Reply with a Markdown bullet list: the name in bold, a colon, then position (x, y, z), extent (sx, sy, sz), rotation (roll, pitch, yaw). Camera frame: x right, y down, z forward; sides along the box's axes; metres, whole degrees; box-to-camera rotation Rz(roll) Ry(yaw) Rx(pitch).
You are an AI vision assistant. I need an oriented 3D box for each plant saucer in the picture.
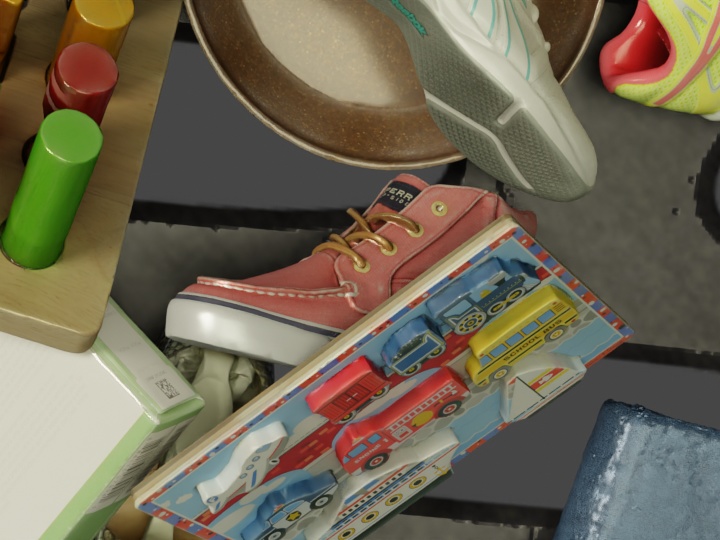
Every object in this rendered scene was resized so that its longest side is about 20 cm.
- **plant saucer**: position (0.014, -0.148, 1.045), extent (0.198, 0.037, 0.202), rotation (-1, 97, -8)

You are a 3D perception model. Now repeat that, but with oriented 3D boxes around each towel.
- **towel**: position (0.135, 0.167, 1.090), extent (0.111, 0.049, 0.202), rotation (17, 94, -10)

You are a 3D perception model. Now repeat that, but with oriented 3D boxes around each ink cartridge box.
- **ink cartridge box**: position (-0.182, 0.038, 1.002), extent (0.200, 0.048, 0.146), rotation (47, 117, 12)

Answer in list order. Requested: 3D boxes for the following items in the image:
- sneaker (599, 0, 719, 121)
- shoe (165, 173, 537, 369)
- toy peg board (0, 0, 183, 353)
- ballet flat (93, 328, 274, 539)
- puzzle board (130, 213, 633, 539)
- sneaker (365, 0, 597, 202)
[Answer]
- **sneaker**: position (0.154, -0.145, 1.007), extent (0.089, 0.078, 0.201), rotation (1, 129, -10)
- **shoe**: position (0.000, 0.000, 1.012), extent (0.199, 0.071, 0.092), rotation (10, 90, -43)
- **toy peg board**: position (-0.174, -0.099, 0.940), extent (0.198, 0.098, 0.200), rotation (18, 55, -11)
- **ballet flat**: position (-0.089, 0.109, 1.040), extent (0.071, 0.072, 0.202), rotation (17, 93, -10)
- **puzzle board**: position (0.016, 0.064, 0.996), extent (0.199, 0.151, 0.017), rotation (-36, 59, 11)
- **sneaker**: position (0.050, -0.118, 1.002), extent (0.080, 0.070, 0.201), rotation (-47, 110, -26)
